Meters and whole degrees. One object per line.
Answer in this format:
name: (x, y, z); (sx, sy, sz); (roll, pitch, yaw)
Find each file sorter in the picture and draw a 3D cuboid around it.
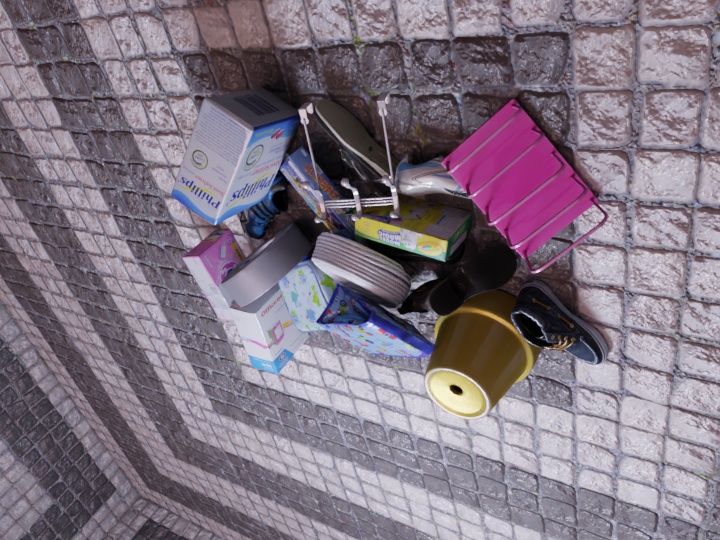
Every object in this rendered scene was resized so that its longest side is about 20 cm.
file sorter: (0.231, -0.118, 0.852); (0.139, 0.125, 0.200); (-40, 99, 17)

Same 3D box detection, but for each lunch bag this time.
lunch bag: (0.034, 0.109, 1.114); (0.150, 0.094, 0.200); (32, 172, -27)
lunch bag: (-0.096, 0.047, 1.288); (0.200, 0.082, 0.161); (-15, 99, 58)

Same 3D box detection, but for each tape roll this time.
tape roll: (-0.197, -0.014, 1.259); (0.066, 0.200, 0.200); (50, 139, -12)

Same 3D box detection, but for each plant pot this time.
plant pot: (0.213, 0.163, 1.114); (0.200, 0.189, 0.201); (21, 136, 22)

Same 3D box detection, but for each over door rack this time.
over door rack: (-0.020, -0.175, 0.967); (0.147, 0.067, 0.200); (-1, 110, 17)

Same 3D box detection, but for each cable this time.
cable: (0.000, 0.000, 1.124); (0.200, 0.069, 0.200); (28, 173, -6)

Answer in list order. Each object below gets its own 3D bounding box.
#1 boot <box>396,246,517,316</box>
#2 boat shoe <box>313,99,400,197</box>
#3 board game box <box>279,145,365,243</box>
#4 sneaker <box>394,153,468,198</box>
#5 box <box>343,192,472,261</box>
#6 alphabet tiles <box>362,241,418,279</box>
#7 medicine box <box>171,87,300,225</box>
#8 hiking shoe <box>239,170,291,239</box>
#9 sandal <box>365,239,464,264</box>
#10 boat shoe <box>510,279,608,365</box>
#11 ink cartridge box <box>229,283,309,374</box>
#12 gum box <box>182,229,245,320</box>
boot: (0.167, 0.022, 1.088); (0.069, 0.200, 0.174); (62, 169, -3)
boat shoe: (-0.013, -0.209, 1.039); (0.200, 0.072, 0.068); (45, 136, -8)
board game box: (-0.068, -0.133, 1.125); (0.200, 0.034, 0.135); (51, 169, -11)
sneaker: (0.152, -0.153, 0.973); (0.200, 0.072, 0.073); (8, 89, 20)
box: (0.080, -0.084, 1.045); (0.200, 0.117, 0.048); (20, 127, 24)
alphabet tiles: (0.040, -0.037, 1.206); (0.167, 0.008, 0.200); (44, 140, -5)
medicine box: (-0.219, -0.208, 1.073); (0.103, 0.182, 0.200); (34, 120, 7)
hiking shoe: (-0.197, -0.129, 1.251); (0.087, 0.074, 0.200); (31, 139, 12)
sandal: (0.096, -0.042, 1.101); (0.200, 0.075, 0.048); (15, 157, 31)
boat shoe: (0.342, 0.114, 1.045); (0.200, 0.091, 0.071); (43, 140, -3)
ink cartridge box: (-0.215, 0.124, 1.441); (0.084, 0.145, 0.200); (11, 132, 30)
gum box: (-0.325, 0.016, 1.452); (0.066, 0.114, 0.200); (-1, 125, 39)
